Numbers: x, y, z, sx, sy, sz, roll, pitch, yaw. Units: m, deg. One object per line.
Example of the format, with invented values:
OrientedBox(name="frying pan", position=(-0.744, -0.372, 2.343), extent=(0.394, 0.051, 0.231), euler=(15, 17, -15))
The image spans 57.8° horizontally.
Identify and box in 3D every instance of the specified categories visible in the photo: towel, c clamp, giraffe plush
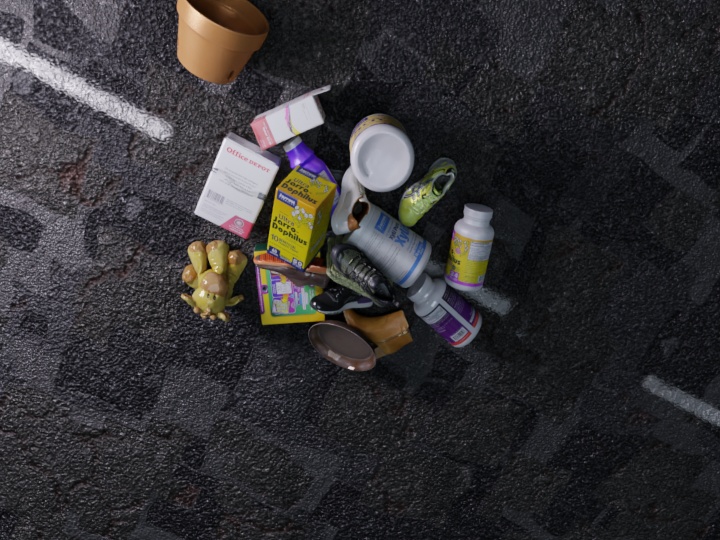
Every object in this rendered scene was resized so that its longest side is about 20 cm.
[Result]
OrientedBox(name="towel", position=(0.000, 0.000, 1.626), extent=(0.196, 0.151, 0.037), euler=(26, 130, -19))
OrientedBox(name="c clamp", position=(-0.100, -0.178, 1.621), extent=(0.165, 0.027, 0.206), euler=(0, 110, -8))
OrientedBox(name="giraffe plush", position=(-0.372, 0.044, 1.621), extent=(0.166, 0.163, 0.206), euler=(0, 112, -2))

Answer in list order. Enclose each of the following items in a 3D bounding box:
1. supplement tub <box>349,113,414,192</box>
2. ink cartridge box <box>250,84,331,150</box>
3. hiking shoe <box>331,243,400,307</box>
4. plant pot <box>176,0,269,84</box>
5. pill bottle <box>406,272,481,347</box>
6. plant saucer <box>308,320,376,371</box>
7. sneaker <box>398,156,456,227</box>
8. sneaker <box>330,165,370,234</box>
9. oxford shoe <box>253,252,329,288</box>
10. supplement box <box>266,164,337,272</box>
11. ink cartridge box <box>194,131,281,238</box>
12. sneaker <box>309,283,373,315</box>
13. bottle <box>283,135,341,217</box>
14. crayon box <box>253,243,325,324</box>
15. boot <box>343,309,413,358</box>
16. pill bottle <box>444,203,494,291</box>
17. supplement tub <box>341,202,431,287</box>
OrientedBox(name="supplement tub", position=(0.045, -0.275, 1.490), extent=(0.140, 0.201, 0.150), euler=(-1, 113, -2))
OrientedBox(name="ink cartridge box", position=(-0.146, -0.354, 1.497), extent=(0.195, 0.117, 0.069), euler=(-22, 111, 8))
OrientedBox(name="hiking shoe", position=(0.018, 0.008, 1.516), extent=(0.199, 0.100, 0.076), euler=(41, 78, -16))
OrientedBox(name="plant pot", position=(-0.310, -0.503, 1.405), extent=(0.196, 0.203, 0.141), euler=(25, 126, -12))
OrientedBox(name="pill bottle", position=(0.215, 0.100, 1.692), extent=(0.199, 0.113, 0.113), euler=(41, 105, -16))
OrientedBox(name="plant saucer", position=(-0.044, 0.192, 1.715), extent=(0.195, 0.033, 0.203), euler=(18, 145, 13))
OrientedBox(name="sneaker", position=(0.159, -0.188, 1.596), extent=(0.074, 0.077, 0.202), euler=(31, 110, -15))
OrientedBox(name="sneaker", position=(-0.004, -0.170, 1.538), extent=(0.082, 0.205, 0.073), euler=(-5, 144, 28))
OrientedBox(name="oxford shoe", position=(-0.168, 0.004, 1.603), extent=(0.193, 0.072, 0.075), euler=(10, 114, -7))
OrientedBox(name="supplement box", position=(-0.139, -0.119, 1.521), extent=(0.107, 0.110, 0.203), euler=(26, 134, 9))
OrientedBox(name="ink cartridge box", position=(-0.293, -0.205, 1.568), extent=(0.142, 0.085, 0.204), euler=(25, 110, -11))
OrientedBox(name="sneaker", position=(-0.044, 0.049, 1.649), extent=(0.196, 0.075, 0.090), euler=(-10, 123, -41))
OrientedBox(name="bottle", position=(-0.112, -0.222, 1.554), extent=(0.082, 0.066, 0.202), euler=(-31, 110, 8))
OrientedBox(name="crayon box", position=(-0.179, 0.031, 1.680), extent=(0.167, 0.059, 0.206), euler=(-4, 111, -2))
OrientedBox(name="boot", position=(0.048, 0.137, 1.728), extent=(0.141, 0.071, 0.204), euler=(-29, 116, 7))
OrientedBox(name="pill bottle", position=(0.276, -0.059, 1.636), extent=(0.101, 0.105, 0.206), euler=(7, 111, -5))
OrientedBox(name="supplement tub", position=(0.065, -0.062, 1.608), extent=(0.197, 0.133, 0.133), euler=(32, 108, -11))
